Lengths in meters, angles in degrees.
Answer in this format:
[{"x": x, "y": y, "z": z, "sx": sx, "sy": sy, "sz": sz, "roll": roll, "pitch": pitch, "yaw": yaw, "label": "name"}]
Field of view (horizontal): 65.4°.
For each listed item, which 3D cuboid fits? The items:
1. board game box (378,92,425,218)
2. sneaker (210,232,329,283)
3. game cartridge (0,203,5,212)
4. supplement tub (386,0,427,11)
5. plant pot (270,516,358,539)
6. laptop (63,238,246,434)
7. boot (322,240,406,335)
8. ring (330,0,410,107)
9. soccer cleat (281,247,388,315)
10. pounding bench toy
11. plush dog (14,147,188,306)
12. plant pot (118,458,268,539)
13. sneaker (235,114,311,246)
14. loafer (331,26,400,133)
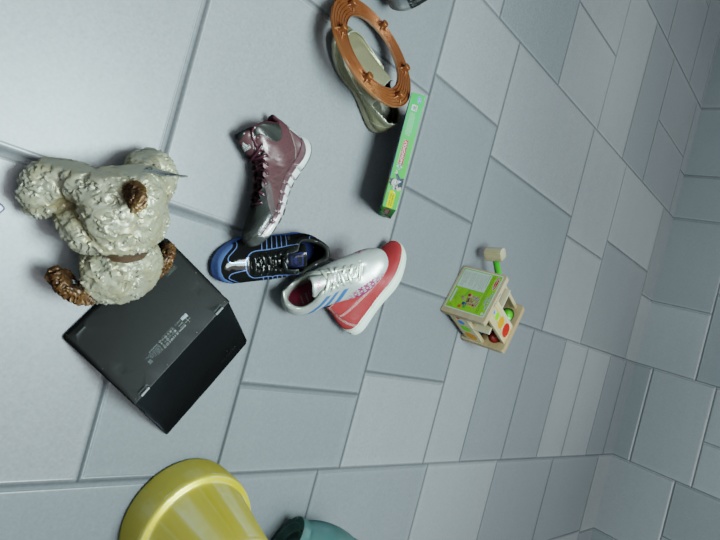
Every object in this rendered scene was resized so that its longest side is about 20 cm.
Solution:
[{"x": 0.075, "y": -0.205, "z": 1.036, "sx": 0.135, "sy": 0.028, "sz": 0.206, "roll": 99, "pitch": 6, "yaw": -88, "label": "board game box"}, {"x": -0.137, "y": -0.022, "z": 0.891, "sx": 0.197, "sy": 0.077, "sz": 0.072, "roll": -20, "pitch": 114, "yaw": -41, "label": "sneaker"}, {"x": -0.485, "y": -0.038, "z": 0.566, "sx": 0.202, "sy": 0.038, "sz": 0.131, "roll": -53, "pitch": 128, "yaw": -22, "label": "game cartridge"}, {"x": 0.060, "y": -0.553, "z": 0.927, "sx": 0.124, "sy": 0.121, "sz": 0.201, "roll": -53, "pitch": 132, "yaw": -21, "label": "supplement tub"}, {"x": -0.099, "y": 0.537, "z": 1.012, "sx": 0.135, "sy": 0.199, "sz": 0.201, "roll": 47, "pitch": 64, "yaw": -11, "label": "plant pot"}, {"x": -0.284, "y": 0.101, "z": 0.822, "sx": 0.200, "sy": 0.115, "sz": 0.188, "roll": 46, "pitch": 65, "yaw": -11, "label": "laptop"}, {"x": 0.000, "y": 0.000, "z": 1.046, "sx": 0.202, "sy": 0.071, "sz": 0.145, "roll": -55, "pitch": 131, "yaw": -16, "label": "boot"}, {"x": 0.025, "y": -0.369, "z": 0.939, "sx": 0.198, "sy": 0.019, "sz": 0.206, "roll": 29, "pitch": 50, "yaw": -40, "label": "ring"}, {"x": -0.042, "y": 0.019, "z": 0.936, "sx": 0.196, "sy": 0.071, "sz": 0.086, "roll": -27, "pitch": 168, "yaw": 0, "label": "soccer cleat"}, {"x": 0.313, "y": 0.066, "z": 1.340, "sx": 0.156, "sy": 0.122, "sz": 0.203, "roll": 47, "pitch": 67, "yaw": -41, "label": "pounding bench toy"}, {"x": -0.292, "y": -0.040, "z": 0.688, "sx": 0.197, "sy": 0.159, "sz": 0.176, "roll": -18, "pitch": 128, "yaw": -42, "label": "plush dog"}, {"x": -0.227, "y": 0.416, "z": 0.832, "sx": 0.197, "sy": 0.186, "sz": 0.207, "roll": -15, "pitch": 111, "yaw": -41, "label": "plant pot"}, {"x": -0.159, "y": -0.147, "z": 0.852, "sx": 0.115, "sy": 0.074, "sz": 0.204, "roll": 40, "pitch": 62, "yaw": -38, "label": "sneaker"}, {"x": 0.018, "y": -0.332, "z": 0.978, "sx": 0.076, "sy": 0.067, "sz": 0.201, "roll": -53, "pitch": 132, "yaw": -21, "label": "loafer"}]
